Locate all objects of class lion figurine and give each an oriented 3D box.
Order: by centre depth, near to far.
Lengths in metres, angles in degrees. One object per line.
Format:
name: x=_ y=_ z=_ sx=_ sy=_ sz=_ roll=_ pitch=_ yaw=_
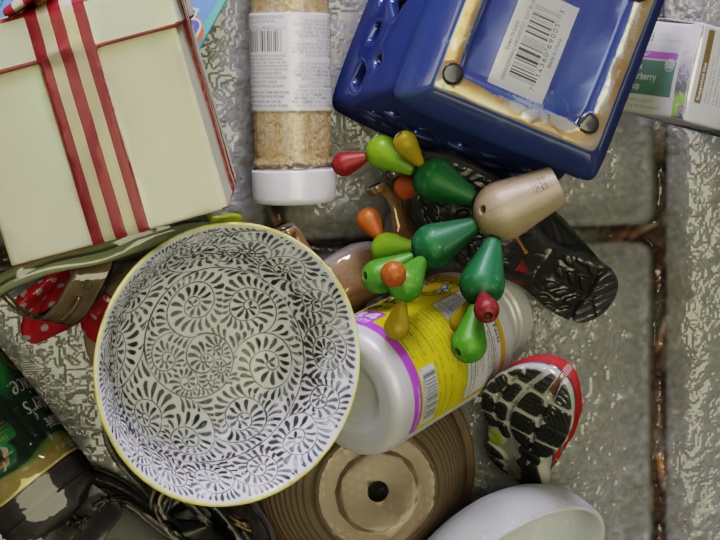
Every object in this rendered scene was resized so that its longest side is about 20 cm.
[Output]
lion figurine: x=0.000 y=0.000 z=1.257 sx=0.200 sy=0.072 sz=0.123 roll=-27 pitch=100 yaw=-9

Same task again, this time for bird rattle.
bird rattle: x=-0.165 y=0.039 z=1.218 sx=0.199 sy=0.113 sz=0.164 roll=-19 pitch=116 yaw=-6

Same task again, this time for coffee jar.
coffee jar: x=-0.286 y=0.113 z=1.175 sx=0.085 sy=0.104 sz=0.200 roll=-38 pitch=90 yaw=-7

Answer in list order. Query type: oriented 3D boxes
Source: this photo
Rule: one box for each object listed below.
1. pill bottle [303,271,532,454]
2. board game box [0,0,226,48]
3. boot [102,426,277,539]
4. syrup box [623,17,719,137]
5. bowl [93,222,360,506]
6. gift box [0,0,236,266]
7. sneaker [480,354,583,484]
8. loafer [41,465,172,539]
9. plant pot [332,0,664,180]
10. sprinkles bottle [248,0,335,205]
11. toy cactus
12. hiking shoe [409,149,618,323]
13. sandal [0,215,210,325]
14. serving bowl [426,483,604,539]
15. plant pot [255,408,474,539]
pill bottle: x=0.052 y=0.064 z=1.223 sx=0.200 sy=0.104 sz=0.105 roll=-25 pitch=104 yaw=-46
board game box: x=-0.216 y=-0.166 z=1.207 sx=0.152 sy=0.045 sz=0.200 roll=28 pitch=89 yaw=-14
boot: x=-0.134 y=0.169 z=1.182 sx=0.200 sy=0.174 sz=0.069 roll=42 pitch=86 yaw=8
syrup box: x=0.309 y=-0.148 z=1.268 sx=0.200 sy=0.079 sz=0.082 roll=7 pitch=96 yaw=-37
bowl: x=-0.109 y=0.063 z=1.124 sx=0.200 sy=0.094 sz=0.202 roll=-2 pitch=95 yaw=-25
gift box: x=-0.177 y=-0.129 z=1.106 sx=0.199 sy=0.185 sz=0.187 roll=-17 pitch=102 yaw=-4
sneaker: x=0.147 y=0.106 z=1.255 sx=0.077 sy=0.200 sz=0.085 roll=33 pitch=67 yaw=13
loafer: x=-0.193 y=0.212 z=1.246 sx=0.200 sy=0.063 sz=0.072 roll=28 pitch=90 yaw=-14
plant pot: x=0.115 y=-0.181 z=1.208 sx=0.199 sy=0.180 sz=0.201 roll=21 pitch=91 yaw=-15
sprinkles bottle: x=-0.055 y=-0.153 z=1.231 sx=0.068 sy=0.068 sz=0.201 roll=-2 pitch=97 yaw=-12
toy cactus: x=0.071 y=-0.036 z=1.157 sx=0.165 sy=0.200 sz=0.102 roll=-25 pitch=146 yaw=2
hiking shoe: x=0.117 y=-0.032 z=1.269 sx=0.200 sy=0.101 sz=0.076 roll=37 pitch=102 yaw=-12
sandal: x=-0.202 y=0.008 z=1.124 sx=0.200 sy=0.080 sz=0.058 roll=-17 pitch=94 yaw=-1
serving bowl: x=0.105 y=0.245 z=1.280 sx=0.200 sy=0.066 sz=0.200 roll=-24 pitch=141 yaw=-21
plant pot: x=0.006 y=0.170 z=1.270 sx=0.200 sy=0.093 sz=0.202 roll=-1 pitch=97 yaw=-13
